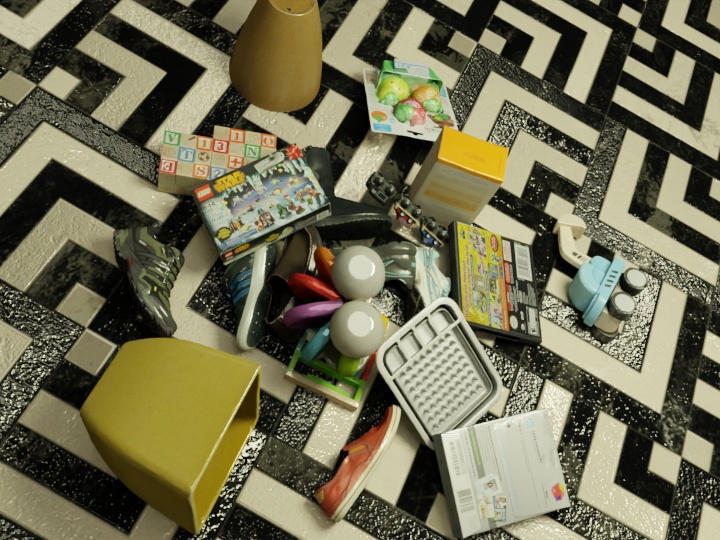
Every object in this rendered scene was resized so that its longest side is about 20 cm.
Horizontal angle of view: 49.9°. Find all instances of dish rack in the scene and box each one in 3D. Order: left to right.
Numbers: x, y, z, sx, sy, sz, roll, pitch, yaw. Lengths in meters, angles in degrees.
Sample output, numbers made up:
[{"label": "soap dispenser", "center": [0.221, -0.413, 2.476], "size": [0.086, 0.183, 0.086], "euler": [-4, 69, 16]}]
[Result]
[{"label": "dish rack", "center": [0.122, 0.165, 1.244], "size": [0.171, 0.043, 0.202], "euler": [-37, 100, -19]}]

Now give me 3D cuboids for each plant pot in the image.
[{"label": "plant pot", "center": [-0.267, 0.208, 1.066], "size": [0.197, 0.197, 0.196], "euler": [24, 58, 5]}, {"label": "plant pot", "center": [-0.146, -0.435, 1.441], "size": [0.182, 0.201, 0.190], "euler": [7, 61, -12]}]

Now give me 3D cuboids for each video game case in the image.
[{"label": "video game case", "center": [0.241, 0.023, 1.390], "size": [0.177, 0.025, 0.204], "euler": [15, 58, -24]}]

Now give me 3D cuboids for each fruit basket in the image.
[{"label": "fruit basket", "center": [0.099, -0.327, 1.503], "size": [0.181, 0.095, 0.202], "euler": [6, 41, -13]}]

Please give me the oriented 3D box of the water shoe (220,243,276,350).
[{"label": "water shoe", "center": [-0.189, 0.036, 1.262], "size": [0.077, 0.072, 0.204], "euler": [-1, 60, 15]}]

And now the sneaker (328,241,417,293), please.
[{"label": "sneaker", "center": [0.000, 0.000, 1.304], "size": [0.195, 0.075, 0.081], "euler": [-6, 82, 8]}]

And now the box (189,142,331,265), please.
[{"label": "box", "center": [-0.164, -0.112, 1.272], "size": [0.197, 0.040, 0.138], "euler": [-26, 65, -12]}]

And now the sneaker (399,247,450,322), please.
[{"label": "sneaker", "center": [0.123, 0.044, 1.336], "size": [0.084, 0.078, 0.204], "euler": [-1, 63, -21]}]

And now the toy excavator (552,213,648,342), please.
[{"label": "toy excavator", "center": [0.429, 0.002, 1.447], "size": [0.198, 0.101, 0.195], "euler": [31, 56, 12]}]

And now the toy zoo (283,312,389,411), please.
[{"label": "toy zoo", "center": [-0.032, 0.115, 1.281], "size": [0.129, 0.021, 0.203], "euler": [25, 59, -3]}]

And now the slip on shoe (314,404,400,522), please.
[{"label": "slip on shoe", "center": [0.000, 0.281, 1.174], "size": [0.061, 0.074, 0.201], "euler": [34, 63, 8]}]

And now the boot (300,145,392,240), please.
[{"label": "boot", "center": [-0.049, -0.143, 1.383], "size": [0.195, 0.077, 0.172], "euler": [-4, 67, -12]}]

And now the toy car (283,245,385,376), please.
[{"label": "toy car", "center": [-0.044, 0.059, 1.183], "size": [0.146, 0.175, 0.205], "euler": [4, 73, -8]}]

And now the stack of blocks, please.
[{"label": "stack of blocks", "center": [-0.250, -0.189, 1.358], "size": [0.195, 0.059, 0.118], "euler": [7, 60, -13]}]

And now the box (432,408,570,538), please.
[{"label": "box", "center": [0.222, 0.315, 1.217], "size": [0.196, 0.041, 0.160], "euler": [-9, 79, -20]}]

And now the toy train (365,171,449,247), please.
[{"label": "toy train", "center": [0.085, -0.103, 1.387], "size": [0.199, 0.046, 0.034], "euler": [38, 19, -23]}]

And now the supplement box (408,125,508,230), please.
[{"label": "supplement box", "center": [0.167, -0.156, 1.383], "size": [0.123, 0.201, 0.075], "euler": [18, 61, -7]}]

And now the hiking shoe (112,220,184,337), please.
[{"label": "hiking shoe", "center": [-0.318, 0.006, 1.221], "size": [0.099, 0.076, 0.202], "euler": [-21, 69, -22]}]

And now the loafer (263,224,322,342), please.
[{"label": "loafer", "center": [-0.111, 0.011, 1.255], "size": [0.071, 0.072, 0.205], "euler": [30, 59, -49]}]
